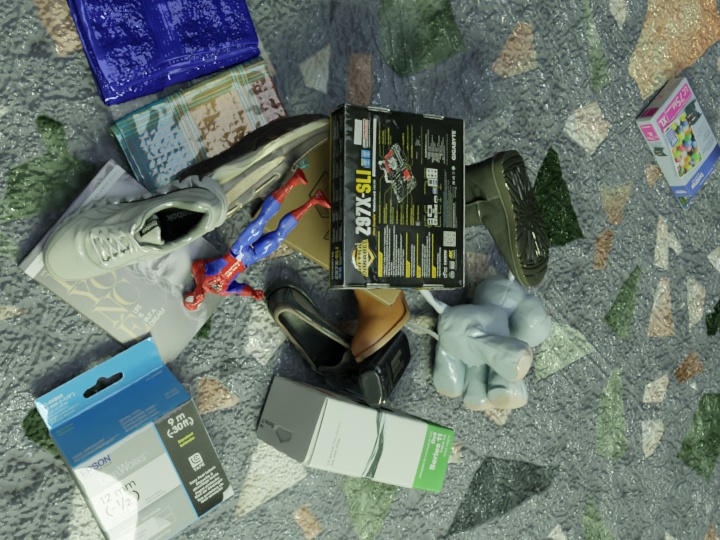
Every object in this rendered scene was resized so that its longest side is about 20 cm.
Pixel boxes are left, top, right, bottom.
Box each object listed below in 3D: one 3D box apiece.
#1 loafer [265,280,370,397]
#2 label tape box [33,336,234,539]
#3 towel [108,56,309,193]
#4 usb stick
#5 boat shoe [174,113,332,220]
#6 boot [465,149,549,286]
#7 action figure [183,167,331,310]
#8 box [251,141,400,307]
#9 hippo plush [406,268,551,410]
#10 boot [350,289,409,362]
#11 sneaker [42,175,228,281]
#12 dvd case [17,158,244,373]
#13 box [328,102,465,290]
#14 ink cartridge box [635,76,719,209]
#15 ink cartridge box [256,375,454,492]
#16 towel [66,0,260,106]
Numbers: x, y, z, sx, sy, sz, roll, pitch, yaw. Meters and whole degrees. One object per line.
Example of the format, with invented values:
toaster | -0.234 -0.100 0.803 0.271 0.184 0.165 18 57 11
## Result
loafer | -0.046 0.100 0.973 0.072 0.063 0.200 -39 112 11
label tape box | -0.243 0.197 0.856 0.143 0.066 0.202 -29 114 -26
towel | -0.169 -0.142 0.900 0.199 0.022 0.148 -30 109 -19
usb stick | 0.033 0.119 0.978 0.032 0.200 0.056 -9 96 13
boat shoe | -0.115 -0.113 0.888 0.199 0.074 0.074 -30 119 -11
boot | 0.136 -0.063 1.005 0.072 0.199 0.184 -18 97 -42
action figure | -0.118 -0.012 0.845 0.200 0.099 0.065 -41 123 11
box | -0.006 -0.073 0.956 0.199 0.021 0.164 31 73 8
hippo plush | 0.176 0.088 1.101 0.199 0.160 0.161 36 47 14
boot | 0.000 0.000 0.976 0.155 0.076 0.201 42 58 -14
sneaker | -0.233 -0.039 0.793 0.198 0.081 0.076 -22 111 0
dvd case | -0.247 -0.001 0.864 0.200 0.016 0.149 43 82 -26
box | 0.043 -0.079 0.891 0.158 0.049 0.203 1 88 -25
ink cartridge box | 0.564 -0.219 1.360 0.119 0.042 0.201 -47 117 -21
ink cartridge box | -0.008 0.201 0.965 0.199 0.146 0.084 21 83 -32
towel | -0.214 -0.280 0.861 0.199 0.049 0.149 -26 107 -28
